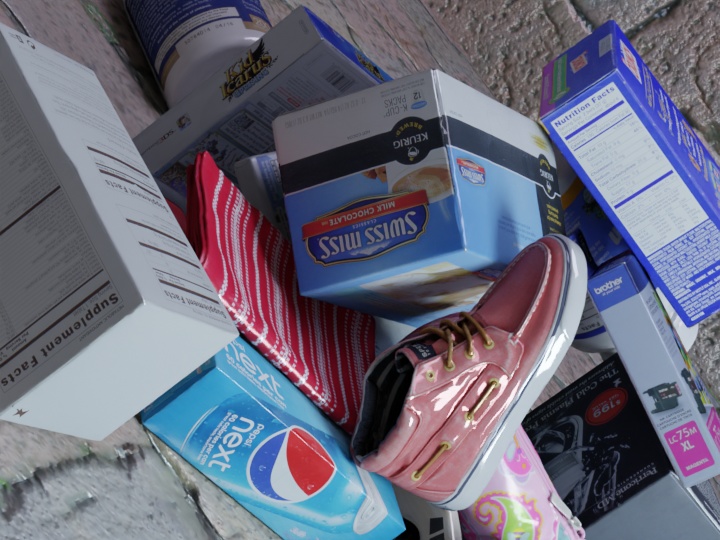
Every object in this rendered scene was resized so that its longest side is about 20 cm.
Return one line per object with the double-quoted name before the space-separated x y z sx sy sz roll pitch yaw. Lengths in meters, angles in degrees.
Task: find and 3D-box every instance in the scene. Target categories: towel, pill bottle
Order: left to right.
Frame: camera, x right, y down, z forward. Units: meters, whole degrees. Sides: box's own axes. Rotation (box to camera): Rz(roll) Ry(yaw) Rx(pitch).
"pill bottle" -0.143 -0.221 1.837 0.111 0.111 0.200 38 20 -49
"towel" -0.050 0.021 1.421 0.200 0.022 0.145 45 22 -28
"pill bottle" 0.185 -0.005 1.703 0.200 0.112 0.112 48 14 -24

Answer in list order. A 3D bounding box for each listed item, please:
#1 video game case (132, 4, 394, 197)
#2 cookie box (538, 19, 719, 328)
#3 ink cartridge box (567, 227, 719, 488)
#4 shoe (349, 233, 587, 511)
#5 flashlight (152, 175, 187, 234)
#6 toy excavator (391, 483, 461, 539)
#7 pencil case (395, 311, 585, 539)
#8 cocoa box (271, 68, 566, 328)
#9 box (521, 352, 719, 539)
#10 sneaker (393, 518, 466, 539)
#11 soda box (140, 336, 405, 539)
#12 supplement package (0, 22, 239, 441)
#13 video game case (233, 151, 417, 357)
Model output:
"video game case" -0.060 -0.103 1.662 0.200 0.181 0.045 33 22 -56
"cookie box" 0.222 -0.078 1.616 0.200 0.075 0.171 53 16 -11
"ink cartridge box" 0.213 0.055 1.557 0.200 0.042 0.119 62 12 1
"shoe" 0.070 0.056 1.389 0.091 0.200 0.071 26 2 -34
"flashlight" -0.142 -0.030 1.465 0.068 0.068 0.200 30 -2 43
"toy excavator" 0.067 0.212 1.426 0.100 0.194 0.200 34 51 -53
"pencil case" 0.089 0.130 1.489 0.200 0.087 0.087 63 11 -10
"cocoa box" 0.049 -0.044 1.487 0.200 0.133 0.131 18 61 -61
"box" 0.170 0.192 1.645 0.104 0.200 0.182 48 13 -26
"sneaker" 0.055 0.168 1.583 0.082 0.075 0.200 47 15 -32
"soda box" -0.058 0.114 1.366 0.200 0.064 0.068 43 16 -34
"supplement package" -0.177 -0.020 1.193 0.200 0.114 0.110 60 16 23
"video game case" 0.000 0.000 1.565 0.182 0.022 0.200 -16 87 -52
